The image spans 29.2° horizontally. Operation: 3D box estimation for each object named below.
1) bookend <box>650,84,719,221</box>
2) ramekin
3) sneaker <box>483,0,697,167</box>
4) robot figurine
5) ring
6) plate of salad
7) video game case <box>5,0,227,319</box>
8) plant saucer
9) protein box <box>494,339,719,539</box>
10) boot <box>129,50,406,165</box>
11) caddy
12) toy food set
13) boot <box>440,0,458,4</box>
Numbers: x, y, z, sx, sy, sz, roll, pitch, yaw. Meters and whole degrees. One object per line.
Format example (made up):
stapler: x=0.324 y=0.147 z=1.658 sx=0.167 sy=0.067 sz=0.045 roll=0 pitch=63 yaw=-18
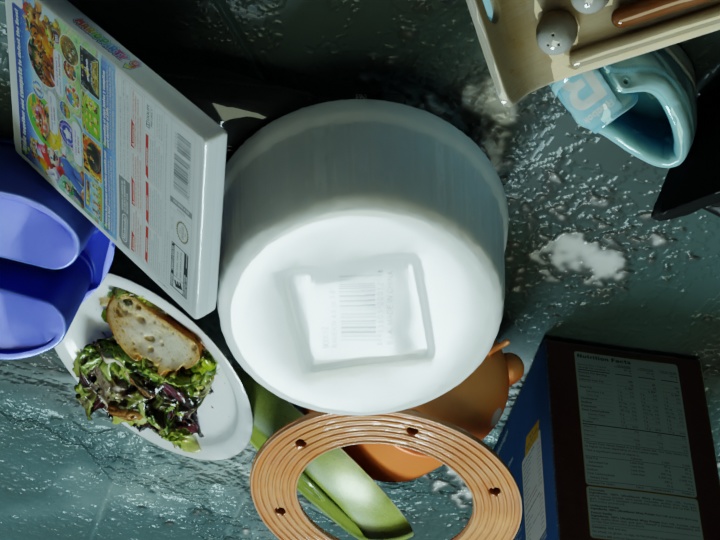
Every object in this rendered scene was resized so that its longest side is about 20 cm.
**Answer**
bookend: x=0.312 y=-0.045 z=0.822 sx=0.198 sy=0.092 sz=0.200 roll=26 pitch=168 yaw=-10
ramekin: x=0.000 y=0.000 z=0.889 sx=0.200 sy=0.098 sz=0.201 roll=-1 pitch=129 yaw=-1
sneaker: x=0.138 y=-0.131 z=0.836 sx=0.200 sy=0.082 sz=0.074 roll=28 pitch=132 yaw=-26
robot figurine: x=0.039 y=0.096 z=1.053 sx=0.144 sy=0.117 sz=0.200 roll=26 pitch=153 yaw=-10
ring: x=0.018 y=0.163 z=1.011 sx=0.200 sy=0.019 sz=0.201 roll=5 pitch=134 yaw=5
plate of salad: x=-0.173 y=0.083 z=1.078 sx=0.200 sy=0.048 sz=0.200 roll=22 pitch=140 yaw=19
video game case: x=-0.154 y=-0.079 z=0.850 sx=0.018 sy=0.200 sz=0.143 roll=-30 pitch=146 yaw=-33
plant saucer: x=-0.042 y=0.157 z=1.116 sx=0.200 sy=0.031 sz=0.200 roll=41 pitch=166 yaw=13
protein box: x=0.190 y=0.199 z=1.120 sx=0.134 sy=0.200 sz=0.199 roll=8 pitch=139 yaw=-6
boot: x=-0.082 y=-0.061 z=0.935 sx=0.199 sy=0.066 sz=0.165 roll=5 pitch=127 yaw=-10
caddy: x=-0.274 y=-0.023 z=0.971 sx=0.199 sy=0.105 sz=0.142 roll=12 pitch=116 yaw=-9
toy food set: x=0.148 y=-0.184 z=0.744 sx=0.199 sy=0.060 sz=0.144 roll=-15 pitch=107 yaw=20
boot: x=0.028 y=-0.216 z=0.648 sx=0.130 sy=0.068 sz=0.200 roll=5 pitch=142 yaw=-19
